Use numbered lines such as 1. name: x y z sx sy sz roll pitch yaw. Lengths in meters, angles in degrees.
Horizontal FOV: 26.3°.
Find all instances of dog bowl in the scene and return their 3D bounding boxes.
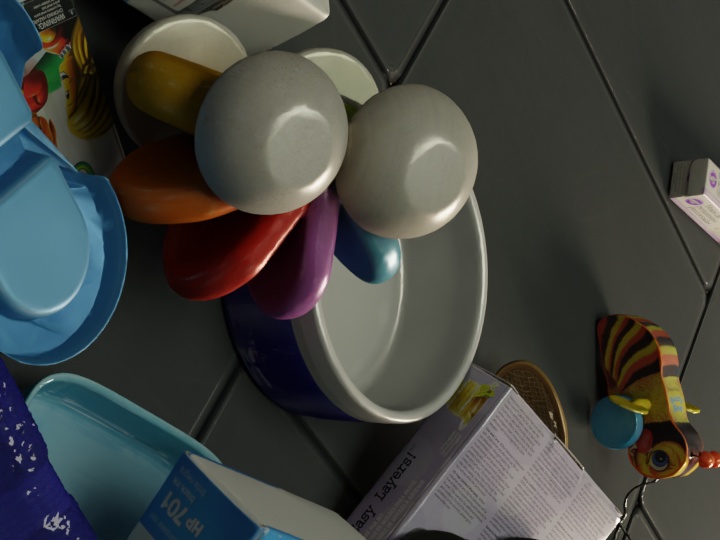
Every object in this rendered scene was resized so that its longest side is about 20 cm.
1. dog bowl: -0.187 -0.047 0.748 0.112 0.049 0.201 -49 127 -42
2. dog bowl: 0.000 0.000 1.025 0.199 0.078 0.202 4 84 -53

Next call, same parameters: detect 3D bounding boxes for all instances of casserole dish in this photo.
1. casserole dish: -0.146 0.136 0.860 0.200 0.039 0.122 38 59 -44

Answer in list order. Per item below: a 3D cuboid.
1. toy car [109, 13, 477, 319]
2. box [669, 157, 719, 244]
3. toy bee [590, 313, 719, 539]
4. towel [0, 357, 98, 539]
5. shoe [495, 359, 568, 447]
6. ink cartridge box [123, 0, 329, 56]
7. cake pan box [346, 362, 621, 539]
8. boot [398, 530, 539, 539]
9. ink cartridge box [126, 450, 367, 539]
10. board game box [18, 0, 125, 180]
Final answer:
1. toy car: -0.045 -0.048 0.849 0.198 0.175 0.151 9 102 -32
2. box: 0.371 -0.053 1.547 0.200 0.038 0.042 33 61 -47
3. toy bee: 0.264 0.138 1.343 0.131 0.108 0.202 -28 111 -51
4. towel: -0.213 0.119 0.729 0.147 0.049 0.201 -30 118 -16
5. shoe: 0.132 0.171 1.218 0.053 0.069 0.202 -176 -102 -85
6. ink cartridge box: -0.110 -0.229 0.866 0.199 0.085 0.149 25 54 -48
7. cake pan box: 0.083 0.194 1.094 0.185 0.052 0.200 -50 130 -8
8. boot: 0.072 0.271 1.037 0.199 0.069 0.176 12 99 -42
9. ink cartridge box: -0.083 0.218 0.835 0.146 0.086 0.201 32 93 -48
10. board game box: -0.210 -0.067 0.788 0.200 0.034 0.127 -39 119 -47
